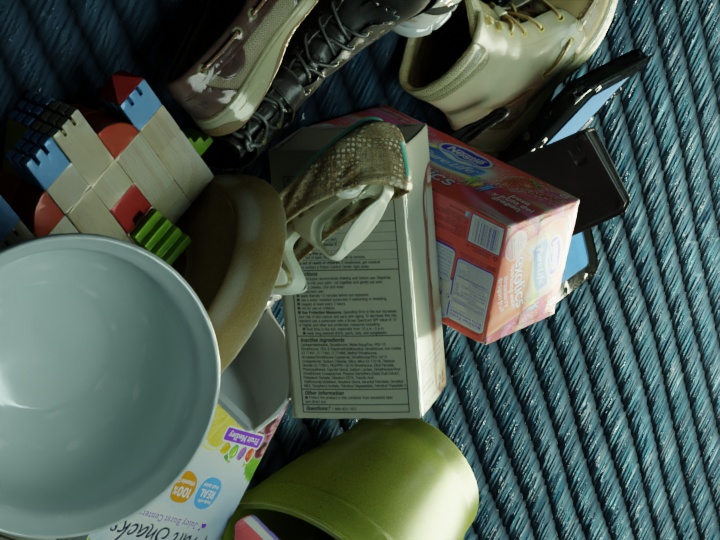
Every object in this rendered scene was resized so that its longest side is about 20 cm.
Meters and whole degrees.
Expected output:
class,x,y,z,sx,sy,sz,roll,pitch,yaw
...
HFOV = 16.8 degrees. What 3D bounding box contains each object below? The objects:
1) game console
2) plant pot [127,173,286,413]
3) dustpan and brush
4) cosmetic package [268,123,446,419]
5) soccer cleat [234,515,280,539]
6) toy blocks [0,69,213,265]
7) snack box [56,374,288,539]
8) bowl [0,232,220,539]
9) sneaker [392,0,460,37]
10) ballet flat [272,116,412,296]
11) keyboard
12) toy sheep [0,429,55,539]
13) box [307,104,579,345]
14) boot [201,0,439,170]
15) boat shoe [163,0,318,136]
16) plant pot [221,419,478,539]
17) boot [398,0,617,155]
class,x,y,z,sx,sy,sz,roll,pitch,yaw
game console,0.187,-0.075,2.021,0.176,0.116,0.200,-46,174,25
plant pot,-0.131,0.015,1.645,0.027,0.200,0.200,36,82,-32
dustpan and brush,-0.089,0.035,1.801,0.057,0.140,0.200,-45,180,13
cosmetic package,0.000,0.000,1.754,0.087,0.103,0.201,-46,135,-68
soccer cleat,-0.114,0.262,1.916,0.068,0.073,0.200,-21,164,-43
toy blocks,-0.189,-0.057,1.604,0.200,0.100,0.137,-50,134,-17
snack box,-0.158,0.157,1.811,0.168,0.068,0.201,22,96,-58
bowl,-0.194,0.060,1.536,0.200,0.090,0.202,-6,110,-16
sneaker,0.090,-0.262,1.822,0.200,0.074,0.080,-57,-175,-12
ballet flat,-0.044,-0.024,1.670,0.200,0.065,0.070,-40,151,22
keyboard,0.106,-0.069,1.928,0.127,0.199,0.021,60,32,-12
toy sheep,-0.262,0.165,1.617,0.138,0.137,0.201,29,70,-57
box,0.054,-0.037,1.839,0.094,0.200,0.103,-19,128,-47
boot,-0.033,-0.144,1.694,0.174,0.069,0.200,-50,-174,-24
boat shoe,-0.078,-0.192,1.659,0.072,0.072,0.201,39,68,-35
plant pot,-0.002,0.219,1.981,0.193,0.200,0.201,-45,145,-46
boot,0.119,-0.200,1.929,0.200,0.073,0.155,-53,148,3
